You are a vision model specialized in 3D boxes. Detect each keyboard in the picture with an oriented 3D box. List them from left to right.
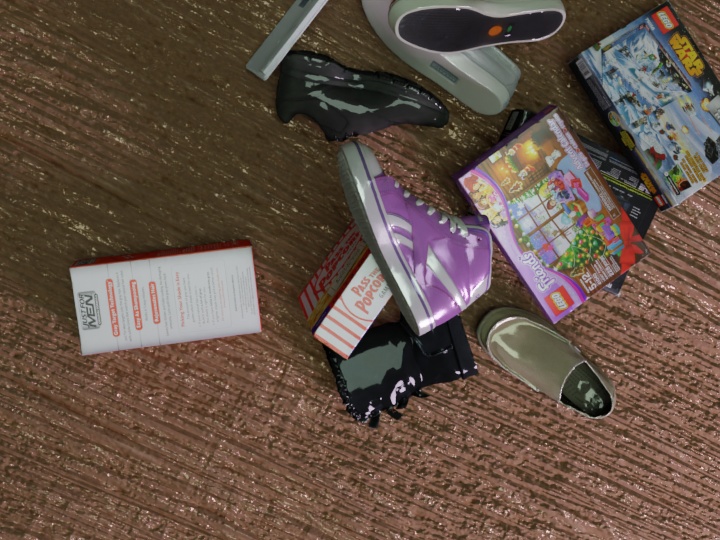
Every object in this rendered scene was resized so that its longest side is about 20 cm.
[{"bbox_3d":[-0.054,-0.294,1.185,0.011,0.056,0.200,37,92,-32],"label":"keyboard"}]

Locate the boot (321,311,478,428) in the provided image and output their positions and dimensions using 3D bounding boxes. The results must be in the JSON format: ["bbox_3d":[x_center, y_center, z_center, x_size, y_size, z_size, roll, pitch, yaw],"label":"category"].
[{"bbox_3d":[0.034,0.069,1.251,0.162,0.073,0.199,-20,102,-1],"label":"boot"}]

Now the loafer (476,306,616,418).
[{"bbox_3d":[0.228,0.110,1.283,0.199,0.068,0.076,31,94,-11],"label":"loafer"}]

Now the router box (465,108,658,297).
[{"bbox_3d":[0.237,-0.078,1.256,0.199,0.062,0.151,23,94,-11],"label":"router box"}]

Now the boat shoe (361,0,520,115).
[{"bbox_3d":[0.094,-0.259,1.209,0.200,0.072,0.069,35,65,-1],"label":"boat shoe"}]

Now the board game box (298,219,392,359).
[{"bbox_3d":[0.000,0.000,1.167,0.046,0.200,0.152,35,93,-11],"label":"board game box"}]

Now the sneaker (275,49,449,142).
[{"bbox_3d":[-0.001,-0.182,1.209,0.199,0.076,0.091,14,104,-1],"label":"sneaker"}]

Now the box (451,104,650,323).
[{"bbox_3d":[0.212,-0.062,1.203,0.137,0.039,0.200,-36,102,0],"label":"box"}]

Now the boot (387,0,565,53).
[{"bbox_3d":[0.108,-0.313,1.170,0.199,0.073,0.145,-8,63,-21],"label":"boot"}]

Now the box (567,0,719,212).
[{"bbox_3d":[0.344,-0.186,1.227,0.137,0.040,0.201,-31,89,-18],"label":"box"}]

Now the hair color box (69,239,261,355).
[{"bbox_3d":[-0.215,0.028,1.212,0.199,0.061,0.102,-7,100,-8],"label":"hair color box"}]

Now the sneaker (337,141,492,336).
[{"bbox_3d":[0.058,-0.050,1.034,0.114,0.073,0.201,-29,112,-6],"label":"sneaker"}]
